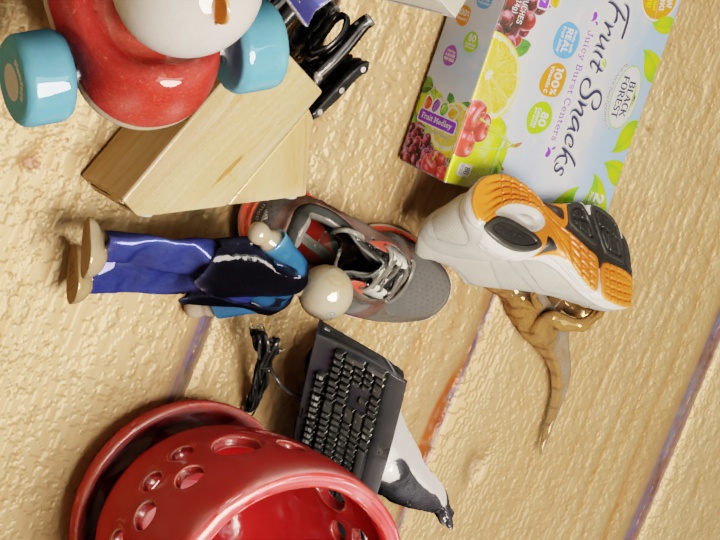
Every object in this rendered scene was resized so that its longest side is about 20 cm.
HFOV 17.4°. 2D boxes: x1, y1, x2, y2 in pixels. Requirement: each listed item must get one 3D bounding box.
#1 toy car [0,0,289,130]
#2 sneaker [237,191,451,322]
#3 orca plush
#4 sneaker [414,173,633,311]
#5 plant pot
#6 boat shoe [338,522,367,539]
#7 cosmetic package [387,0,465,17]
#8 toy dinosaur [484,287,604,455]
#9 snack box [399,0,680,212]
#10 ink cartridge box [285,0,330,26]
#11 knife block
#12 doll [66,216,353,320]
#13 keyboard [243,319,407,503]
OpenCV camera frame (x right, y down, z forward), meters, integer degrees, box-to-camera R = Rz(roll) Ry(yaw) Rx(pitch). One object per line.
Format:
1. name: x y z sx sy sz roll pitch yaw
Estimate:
1. toy car: -0.121 -0.192 1.466 0.184 0.200 0.177 -10 83 -27
2. sneaker: 0.000 0.000 1.724 0.200 0.082 0.077 22 94 -38
3. orca plush: -0.001 0.127 1.803 0.200 0.071 0.105 48 33 -47
4. sneaker: 0.124 -0.014 1.773 0.200 0.092 0.076 25 57 -40
5. plant pot: -0.099 0.202 1.667 0.200 0.182 0.201 -13 114 -32
6. boat shoe: -0.015 0.265 1.825 0.060 0.074 0.200 -14 123 -36
7. cosmetic package: 0.063 -0.284 1.634 0.073 0.103 0.200 39 78 -44
8. toy dinosaur: 0.150 0.045 1.875 0.106 0.060 0.200 -22 125 13
9. snack box: 0.139 -0.152 1.774 0.169 0.068 0.200 13 101 -38
10. ink cartridge box: -0.069 -0.258 1.472 0.047 0.200 0.198 -34 102 8
11. knife block: -0.088 -0.136 1.624 0.200 0.064 0.176 -9 111 -32
12. doll: -0.101 0.004 1.639 0.200 0.136 0.049 6 62 -19
13. keyboard: -0.035 0.103 1.709 0.021 0.127 0.200 -51 164 -35
